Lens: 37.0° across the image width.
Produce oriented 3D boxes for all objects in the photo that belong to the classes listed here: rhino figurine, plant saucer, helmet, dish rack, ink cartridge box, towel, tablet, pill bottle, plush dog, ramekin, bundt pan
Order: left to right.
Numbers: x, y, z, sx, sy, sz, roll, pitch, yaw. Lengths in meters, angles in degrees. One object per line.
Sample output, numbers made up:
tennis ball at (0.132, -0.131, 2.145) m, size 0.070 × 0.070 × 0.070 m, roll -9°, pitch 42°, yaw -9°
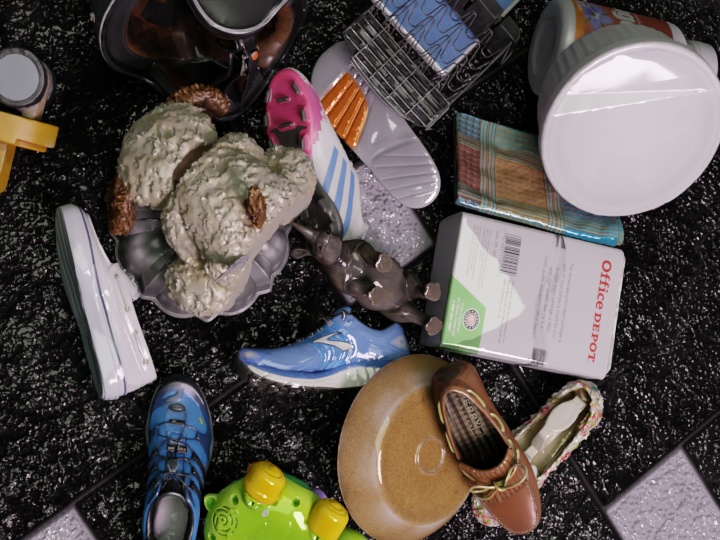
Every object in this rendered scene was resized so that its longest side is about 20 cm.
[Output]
helmet at (-0.169, -0.269, 1.087) m, size 0.189 × 0.200 × 0.202 m, roll 33°, pitch 78°, yaw 4°
plush dog at (-0.155, -0.082, 1.021) m, size 0.171 × 0.161 × 0.201 m, roll 35°, pitch 79°, yaw 8°
bundt pan at (-0.162, -0.050, 1.126) m, size 0.198 × 0.076 × 0.206 m, roll 1°, pitch 85°, yaw -13°
rhino figurine at (0.000, 0.000, 1.107) m, size 0.199 × 0.087 × 0.060 m, roll 32°, pitch 85°, yaw -35°
plant saucer at (0.065, 0.192, 1.137) m, size 0.198 × 0.035 × 0.204 m, roll -4°, pitch 96°, yaw -37°
dish rack at (0.075, -0.252, 1.182) m, size 0.154 × 0.054 × 0.200 m, roll 47°, pitch 67°, yaw -4°
tablet at (0.117, -0.337, 1.250) m, size 0.130 × 0.014 × 0.200 m, roll 45°, pitch 76°, yaw -6°
ink cartridge box at (0.179, 0.031, 1.194) m, size 0.197 × 0.084 × 0.149 m, roll 13°, pitch 83°, yaw -13°
towel at (0.198, -0.103, 1.206) m, size 0.197 × 0.022 × 0.148 m, roll 14°, pitch 47°, yaw -12°
ramekin at (0.280, -0.169, 1.154) m, size 0.198 × 0.095 × 0.205 m, roll -3°, pitch 126°, yaw -4°
pill bottle at (0.301, -0.238, 1.234) m, size 0.196 × 0.112 × 0.114 m, roll 9°, pitch 83°, yaw -13°

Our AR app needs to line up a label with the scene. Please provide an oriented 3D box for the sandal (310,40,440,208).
sandal at (0.017, -0.153, 1.185) m, size 0.079 × 0.059 × 0.208 m, roll -33°, pitch 81°, yaw 6°

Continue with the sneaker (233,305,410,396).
sneaker at (-0.040, 0.085, 1.150) m, size 0.197 × 0.078 × 0.091 m, roll -1°, pitch 78°, yaw -22°

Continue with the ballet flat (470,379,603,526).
ballet flat at (0.191, 0.194, 1.184) m, size 0.075 × 0.064 × 0.200 m, roll 39°, pitch 82°, yaw 18°

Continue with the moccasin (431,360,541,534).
moccasin at (0.133, 0.191, 1.106) m, size 0.073 × 0.078 × 0.204 m, roll -17°, pitch 110°, yaw 13°

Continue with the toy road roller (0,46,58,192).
toy road roller at (-0.398, -0.158, 1.059) m, size 0.197 × 0.123 × 0.149 m, roll 14°, pitch 93°, yaw -12°

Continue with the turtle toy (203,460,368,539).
turtle toy at (-0.074, 0.275, 1.102) m, size 0.198 × 0.101 × 0.147 m, roll 31°, pitch 101°, yaw -11°

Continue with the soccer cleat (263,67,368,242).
soccer cleat at (-0.046, -0.119, 1.165) m, size 0.086 × 0.069 × 0.203 m, roll -20°, pitch 95°, yaw -54°

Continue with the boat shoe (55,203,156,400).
boat shoe at (-0.261, 0.028, 1.106) m, size 0.066 × 0.073 × 0.204 m, roll -15°, pitch 98°, yaw -28°

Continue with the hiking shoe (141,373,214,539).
hiking shoe at (-0.183, 0.207, 1.091) m, size 0.073 × 0.087 × 0.204 m, roll 2°, pitch 84°, yaw -13°
